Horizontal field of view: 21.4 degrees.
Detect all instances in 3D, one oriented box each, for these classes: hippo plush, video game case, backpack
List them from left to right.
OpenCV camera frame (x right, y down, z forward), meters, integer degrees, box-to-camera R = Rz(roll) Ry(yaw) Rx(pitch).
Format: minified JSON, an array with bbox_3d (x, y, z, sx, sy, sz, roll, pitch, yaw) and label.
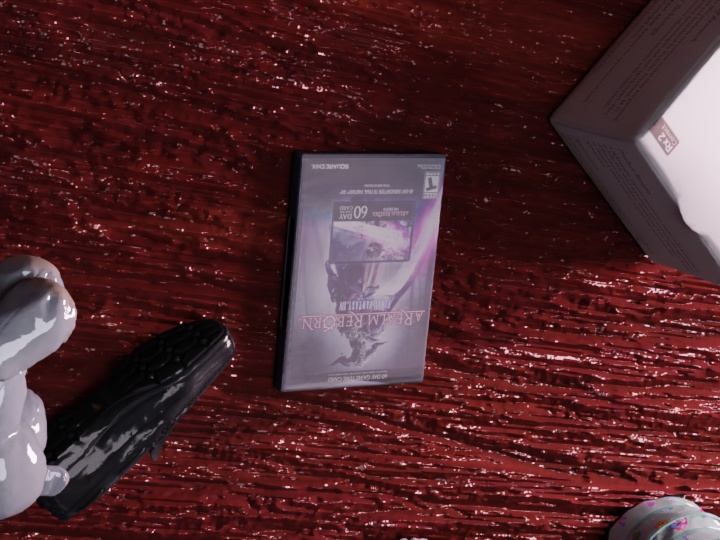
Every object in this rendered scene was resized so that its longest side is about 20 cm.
[{"bbox_3d":[-0.259,0.096,1.376,0.158,0.200,0.161,-22,123,-2],"label":"hippo plush"},{"bbox_3d":[0.000,0.000,1.602,0.142,0.019,0.202,-2,103,-31],"label":"video game case"},{"bbox_3d":[0.312,0.315,1.815,0.166,0.126,0.201,-23,111,-21],"label":"backpack"}]

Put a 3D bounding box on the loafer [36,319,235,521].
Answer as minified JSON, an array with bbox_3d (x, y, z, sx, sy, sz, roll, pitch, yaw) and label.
[{"bbox_3d":[-0.177,0.116,1.497,0.200,0.068,0.071,-40,128,-11],"label":"loafer"}]

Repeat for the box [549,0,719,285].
[{"bbox_3d":[0.311,-0.128,1.692,0.200,0.130,0.199,-48,122,-12],"label":"box"}]

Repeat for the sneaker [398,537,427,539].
[{"bbox_3d":[0.020,0.284,1.648,0.199,0.087,0.074,-2,104,-31],"label":"sneaker"}]
